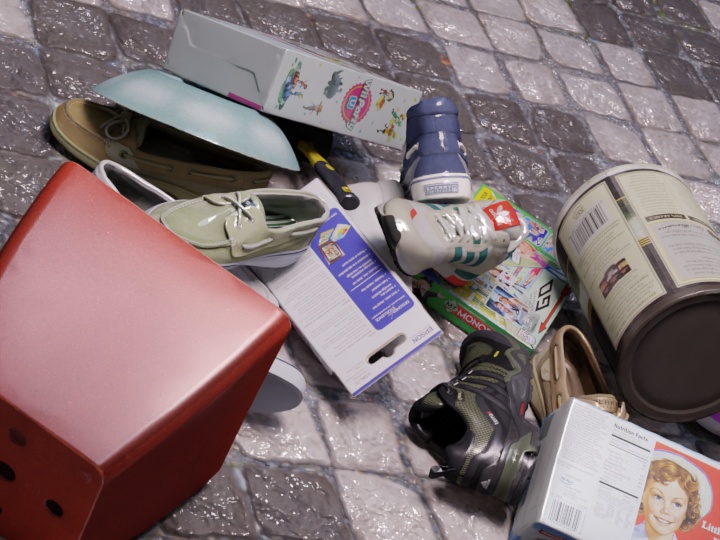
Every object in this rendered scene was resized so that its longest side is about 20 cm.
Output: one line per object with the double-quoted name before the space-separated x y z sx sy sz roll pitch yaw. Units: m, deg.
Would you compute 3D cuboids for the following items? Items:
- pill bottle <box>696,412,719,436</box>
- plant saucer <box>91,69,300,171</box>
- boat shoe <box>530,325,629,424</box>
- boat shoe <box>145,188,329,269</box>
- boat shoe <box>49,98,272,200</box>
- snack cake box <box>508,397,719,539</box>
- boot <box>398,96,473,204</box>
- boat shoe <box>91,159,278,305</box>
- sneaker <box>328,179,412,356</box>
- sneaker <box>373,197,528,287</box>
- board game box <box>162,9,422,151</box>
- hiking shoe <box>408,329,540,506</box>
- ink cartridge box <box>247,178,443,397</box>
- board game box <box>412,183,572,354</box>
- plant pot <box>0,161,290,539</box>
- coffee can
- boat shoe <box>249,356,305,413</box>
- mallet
"pill bottle" 0.382 0.058 1.769 0.104 0.200 0.105 26 33 -18
"plant saucer" -0.140 -0.142 1.693 0.199 0.039 0.201 21 4 -2
"boat shoe" 0.197 0.135 1.659 0.071 0.065 0.201 7 41 -30
"boat shoe" -0.105 -0.039 1.541 0.199 0.062 0.072 -8 57 -53
"boat shoe" -0.176 -0.108 1.683 0.199 0.063 0.073 27 34 -5
"snack cake box" 0.234 0.201 1.562 0.198 0.067 0.116 25 62 -9
"boot" 0.070 -0.101 1.753 0.072 0.200 0.091 -4 85 -5
"boat shoe" -0.149 -0.019 1.589 0.199 0.066 0.074 31 33 -1
"sneaker" 0.000 0.000 1.691 0.087 0.076 0.201 1 43 -7
"sneaker" 0.085 -0.039 1.656 0.199 0.093 0.071 18 47 -64
"board game box" -0.061 -0.177 1.772 0.147 0.065 0.199 27 12 40
"hiking shoe" 0.091 0.109 1.601 0.100 0.076 0.201 15 30 -14
"ink cartridge box" -0.020 0.018 1.616 0.094 0.037 0.200 -35 57 -7
"board game box" 0.134 0.002 1.812 0.134 0.029 0.200 35 34 4
"plant pot" -0.198 0.086 1.323 0.199 0.201 0.176 35 46 7
"coffee can" 0.271 0.017 1.727 0.145 0.147 0.201 13 32 -24
"boat shoe" -0.135 0.048 1.504 0.200 0.075 0.087 16 53 -11
"mallet" -0.047 -0.100 1.743 0.065 0.042 0.200 15 17 -16
